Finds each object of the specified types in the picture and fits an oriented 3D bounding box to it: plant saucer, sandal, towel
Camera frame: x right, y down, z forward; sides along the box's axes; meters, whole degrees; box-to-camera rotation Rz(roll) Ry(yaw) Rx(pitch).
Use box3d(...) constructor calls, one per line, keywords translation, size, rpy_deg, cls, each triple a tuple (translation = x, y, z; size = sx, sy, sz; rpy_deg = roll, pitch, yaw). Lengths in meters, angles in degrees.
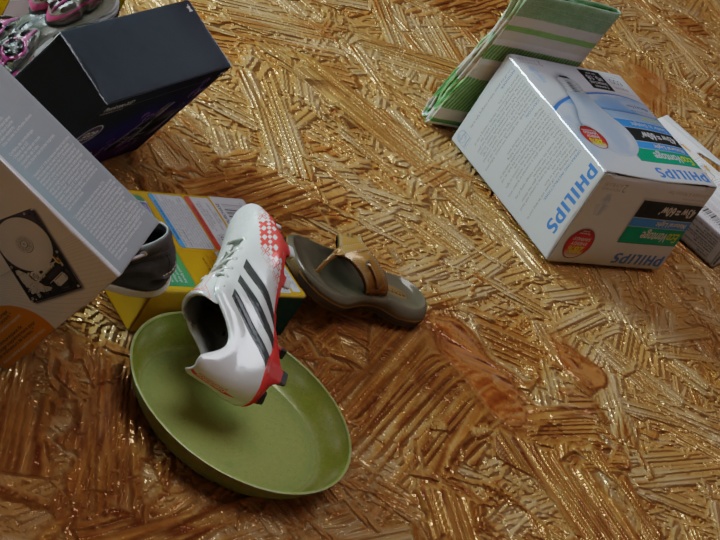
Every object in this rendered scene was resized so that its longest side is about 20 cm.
box3d(translation=(-0.100, 0.112, 1.645), size=(0.199, 0.031, 0.201), rpy_deg=(26, 29, -15), cls="plant saucer")
box3d(translation=(0.000, 0.000, 1.871), size=(0.199, 0.054, 0.081), rpy_deg=(19, 32, -48), cls="sandal")
box3d(translation=(0.174, -0.226, 2.276), size=(0.152, 0.200, 0.023), rpy_deg=(7, 44, -40), cls="towel")

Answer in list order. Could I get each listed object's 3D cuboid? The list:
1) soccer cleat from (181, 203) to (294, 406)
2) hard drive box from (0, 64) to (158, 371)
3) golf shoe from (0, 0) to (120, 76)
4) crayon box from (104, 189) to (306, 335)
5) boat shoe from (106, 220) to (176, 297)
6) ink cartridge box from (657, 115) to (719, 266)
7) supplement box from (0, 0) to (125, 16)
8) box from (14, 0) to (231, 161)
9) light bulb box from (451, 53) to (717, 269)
box3d(translation=(-0.103, 0.018, 1.659), size=(0.085, 0.069, 0.201), rpy_deg=(25, 44, -29), cls="soccer cleat")
box3d(translation=(-0.273, -0.048, 1.509), size=(0.200, 0.156, 0.077), rpy_deg=(45, 38, -11), cls="hard drive box")
box3d(translation=(-0.287, -0.184, 1.800), size=(0.200, 0.092, 0.073), rpy_deg=(-38, 55, -16), cls="golf shoe")
box3d(translation=(-0.158, -0.008, 1.747), size=(0.199, 0.052, 0.126), rpy_deg=(4, 41, -44), cls="crayon box")
box3d(translation=(-0.241, -0.025, 1.616), size=(0.198, 0.057, 0.067), rpy_deg=(7, 45, -6), cls="boat shoe")
box3d(translation=(0.391, -0.099, 2.477), size=(0.200, 0.044, 0.173), rpy_deg=(44, 29, 17), cls="ink cartridge box")
box3d(translation=(-0.273, -0.279, 1.884), size=(0.108, 0.201, 0.110), rpy_deg=(19, 31, -26), cls="supplement box")
box3d(translation=(-0.224, -0.152, 1.792), size=(0.079, 0.141, 0.200), rpy_deg=(53, 31, 5), cls="box")
box3d(translation=(0.243, -0.116, 2.260), size=(0.197, 0.125, 0.200), rpy_deg=(4, 39, -44), cls="light bulb box")
